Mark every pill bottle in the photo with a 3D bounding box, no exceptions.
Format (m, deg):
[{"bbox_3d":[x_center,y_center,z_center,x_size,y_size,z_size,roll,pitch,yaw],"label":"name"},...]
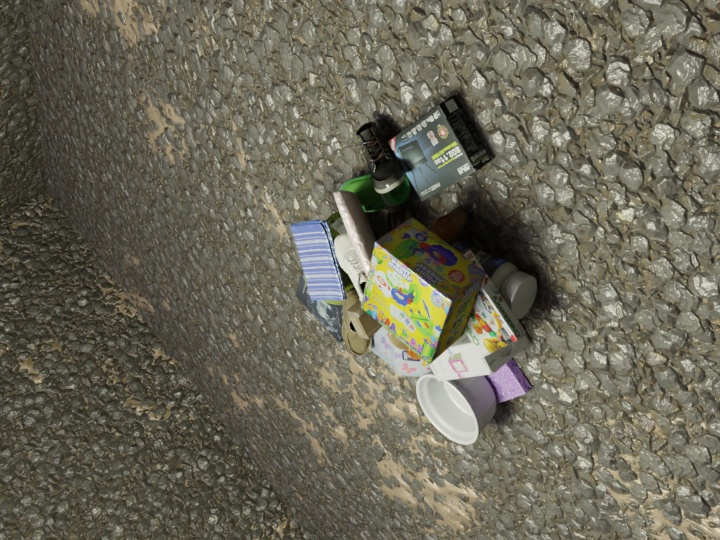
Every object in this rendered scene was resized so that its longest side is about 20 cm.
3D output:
[{"bbox_3d":[0.268,0.024,1.580,0.198,0.113,0.115,25,136,39],"label":"pill bottle"}]

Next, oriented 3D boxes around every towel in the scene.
[{"bbox_3d":[0.002,-0.080,1.646,0.191,0.032,0.203,-28,-86,-81],"label":"towel"},{"bbox_3d":[-0.105,-0.022,1.795,0.144,0.024,0.204,-2,106,50],"label":"towel"}]

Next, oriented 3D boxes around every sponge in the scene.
[{"bbox_3d":[0.318,0.267,1.796,0.112,0.030,0.200,55,148,4],"label":"sponge"}]

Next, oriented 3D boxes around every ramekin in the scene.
[{"bbox_3d":[0.240,0.316,1.824,0.199,0.097,0.203,34,143,31],"label":"ramekin"}]

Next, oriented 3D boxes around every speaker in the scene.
[{"bbox_3d":[0.029,-0.185,1.750,0.199,0.088,0.090,-4,115,54],"label":"speaker"}]

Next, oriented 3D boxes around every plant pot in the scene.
[{"bbox_3d":[-0.048,-0.048,1.852,0.187,0.186,0.201,42,151,21],"label":"plant pot"}]

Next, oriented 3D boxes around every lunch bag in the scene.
[{"bbox_3d":[0.113,0.168,1.897,0.199,0.127,0.172,33,144,33],"label":"lunch bag"}]

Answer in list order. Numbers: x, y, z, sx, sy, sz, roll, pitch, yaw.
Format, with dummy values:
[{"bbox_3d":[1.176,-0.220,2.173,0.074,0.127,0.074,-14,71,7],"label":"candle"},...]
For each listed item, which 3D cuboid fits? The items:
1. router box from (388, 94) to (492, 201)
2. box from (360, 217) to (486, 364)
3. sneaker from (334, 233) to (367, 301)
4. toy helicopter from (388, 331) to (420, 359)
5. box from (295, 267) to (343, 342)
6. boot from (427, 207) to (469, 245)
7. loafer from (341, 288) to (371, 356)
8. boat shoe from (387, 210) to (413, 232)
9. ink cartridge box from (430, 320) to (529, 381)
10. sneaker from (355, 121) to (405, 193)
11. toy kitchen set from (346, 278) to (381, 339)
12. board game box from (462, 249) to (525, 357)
[{"bbox_3d":[0.161,-0.249,1.539,0.151,0.062,0.199,58,148,-4],"label":"router box"},{"bbox_3d":[0.122,0.041,1.502,0.199,0.121,0.194,39,140,24],"label":"box"},{"bbox_3d":[0.000,0.000,1.702,0.202,0.074,0.081,61,180,12],"label":"sneaker"},{"bbox_3d":[0.140,0.096,1.712,0.132,0.200,0.079,41,-174,-21],"label":"toy helicopter"},{"bbox_3d":[-0.065,0.055,2.050,0.200,0.117,0.198,44,145,17],"label":"box"},{"bbox_3d":[0.151,-0.046,1.639,0.077,0.154,0.200,51,147,7],"label":"boot"},{"bbox_3d":[-0.009,0.143,1.875,0.068,0.075,0.203,-121,17,-54],"label":"loafer"},{"bbox_3d":[0.083,-0.045,1.710,0.072,0.203,0.075,3,152,3],"label":"boat shoe"},{"bbox_3d":[0.262,0.174,1.686,0.199,0.144,0.086,-20,100,57],"label":"ink cartridge box"},{"bbox_3d":[0.035,-0.246,1.610,0.107,0.074,0.201,58,-174,-28],"label":"sneaker"},{"bbox_3d":[0.081,0.043,1.750,0.179,0.200,0.165,7,130,50],"label":"toy kitchen set"},{"bbox_3d":[0.238,0.071,1.521,0.202,0.034,0.126,56,146,5],"label":"board game box"}]
